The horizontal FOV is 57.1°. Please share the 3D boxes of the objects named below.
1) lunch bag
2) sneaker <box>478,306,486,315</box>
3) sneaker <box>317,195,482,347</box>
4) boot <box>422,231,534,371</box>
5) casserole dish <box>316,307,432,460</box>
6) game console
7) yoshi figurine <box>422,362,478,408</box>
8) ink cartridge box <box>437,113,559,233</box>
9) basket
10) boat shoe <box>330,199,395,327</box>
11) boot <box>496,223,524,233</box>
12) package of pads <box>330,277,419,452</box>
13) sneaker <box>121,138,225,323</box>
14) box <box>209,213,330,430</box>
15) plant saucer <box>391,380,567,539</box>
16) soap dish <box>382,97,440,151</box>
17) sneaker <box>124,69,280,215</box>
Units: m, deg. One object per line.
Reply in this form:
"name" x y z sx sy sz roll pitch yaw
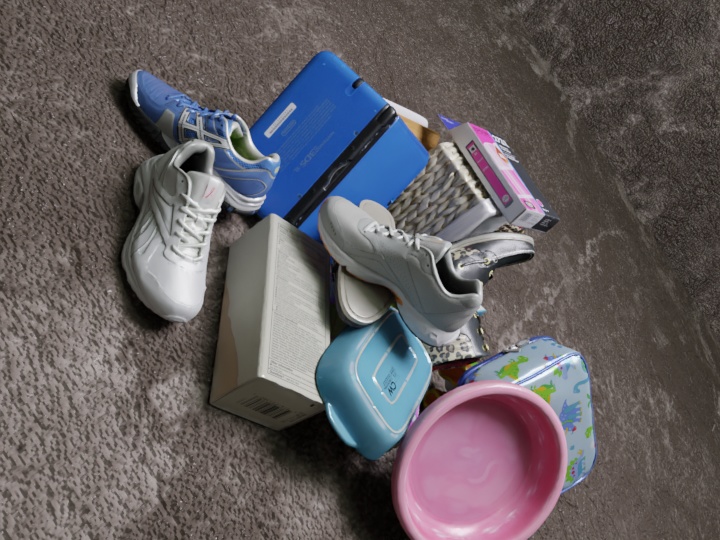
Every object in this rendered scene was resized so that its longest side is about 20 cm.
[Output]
"lunch bag" 0.201 0.189 0.810 0.160 0.082 0.200 -23 116 -18
"sneaker" 0.121 0.046 0.965 0.081 0.077 0.200 50 9 19
"sneaker" 0.046 -0.018 0.687 0.200 0.092 0.076 42 40 3
"boot" 0.141 0.038 0.832 0.203 0.074 0.154 -9 69 -14
"casserole dish" 0.024 0.108 0.701 0.121 0.039 0.200 57 31 -8
"game console" -0.041 -0.131 0.819 0.171 0.200 0.118 43 4 5
"yoshi figurine" 0.185 0.180 0.885 0.200 0.112 0.112 18 57 -41
"ink cartridge box" 0.184 -0.140 0.892 0.095 0.037 0.200 6 46 -48
"basket" 0.105 -0.080 0.941 0.135 0.200 0.124 -14 71 -57
"boat shoe" 0.000 0.000 0.758 0.073 0.063 0.200 28 38 -16
"boot" 0.214 -0.055 1.118 0.200 0.150 0.073 17 51 -46
"package of pads" 0.008 0.092 0.796 0.154 0.068 0.200 44 34 -24
"sneaker" -0.172 -0.049 0.639 0.078 0.099 0.200 19 49 -45
"box" -0.088 0.051 0.691 0.095 0.078 0.200 33 40 -35
"plant saucer" 0.123 0.209 0.707 0.201 0.201 0.051 45 -5 -20
"soap dish" -0.004 -0.179 0.935 0.200 0.157 0.081 9 74 -51
"sneaker" -0.171 -0.154 0.732 0.200 0.077 0.076 42 28 -5
